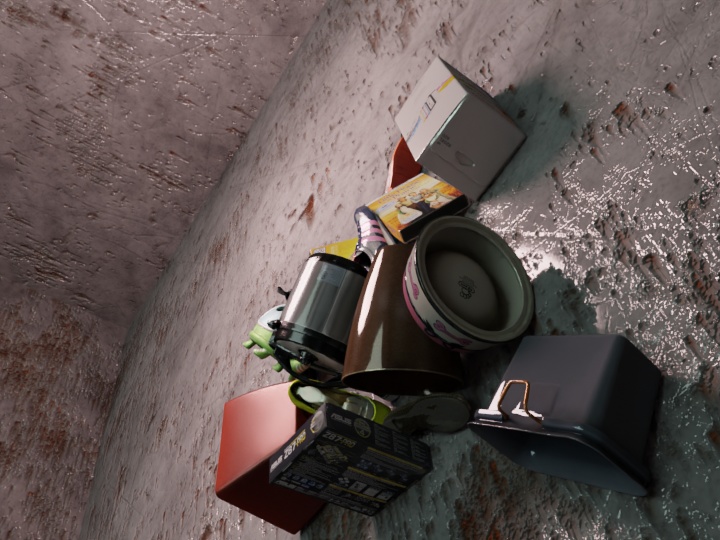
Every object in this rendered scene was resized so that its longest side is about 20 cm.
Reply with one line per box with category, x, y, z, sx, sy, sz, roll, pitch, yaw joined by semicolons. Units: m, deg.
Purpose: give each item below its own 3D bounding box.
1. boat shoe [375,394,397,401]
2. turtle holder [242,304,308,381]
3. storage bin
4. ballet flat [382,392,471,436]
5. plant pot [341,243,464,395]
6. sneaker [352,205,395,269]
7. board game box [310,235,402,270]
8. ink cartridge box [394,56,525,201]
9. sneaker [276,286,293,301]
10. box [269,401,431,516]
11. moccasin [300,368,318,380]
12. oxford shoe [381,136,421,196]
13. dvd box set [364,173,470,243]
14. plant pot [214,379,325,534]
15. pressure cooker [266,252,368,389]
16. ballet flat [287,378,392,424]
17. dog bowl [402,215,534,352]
boat shoe;0.071;0.126;1.176;0.202;0.067;0.074;-57;26;16
turtle holder;-0.152;0.142;1.435;0.133;0.140;0.185;-53;8;-11
storage bin;0.230;0.145;0.779;0.199;0.145;0.136;-12;45;59
ballet flat;0.101;0.218;1.053;0.046;0.068;0.199;-43;4;-40
plant pot;0.065;0.072;1.054;0.186;0.183;0.206;-27;55;52
sneaker;0.012;-0.050;1.296;0.080;0.071;0.201;-23;41;-8
board game box;0.000;0.000;1.335;0.195;0.041;0.155;-14;43;9
ink cartridge box;0.173;-0.257;1.240;0.146;0.145;0.202;-52;27;22
sneaker;-0.102;0.035;1.411;0.202;0.136;0.079;-99;13;-55
box;-0.016;0.290;1.038;0.161;0.197;0.050;-47;30;32
moccasin;-0.152;0.295;1.458;0.080;0.067;0.204;4;68;64
oxford shoe;0.077;-0.193;1.465;0.072;0.070;0.205;-25;46;60
dvd box set;0.102;-0.123;1.309;0.144;0.030;0.200;-29;25;-7
plant pot;-0.127;0.322;1.262;0.175;0.199;0.203;-36;35;25
pressure cooker;-0.055;0.094;1.165;0.174;0.177;0.204;-5;57;55
ballet flat;-0.035;0.227;1.153;0.067;0.195;0.068;66;-136;-65
dog bowl;0.146;0.026;0.982;0.074;0.196;0.204;-48;28;48
